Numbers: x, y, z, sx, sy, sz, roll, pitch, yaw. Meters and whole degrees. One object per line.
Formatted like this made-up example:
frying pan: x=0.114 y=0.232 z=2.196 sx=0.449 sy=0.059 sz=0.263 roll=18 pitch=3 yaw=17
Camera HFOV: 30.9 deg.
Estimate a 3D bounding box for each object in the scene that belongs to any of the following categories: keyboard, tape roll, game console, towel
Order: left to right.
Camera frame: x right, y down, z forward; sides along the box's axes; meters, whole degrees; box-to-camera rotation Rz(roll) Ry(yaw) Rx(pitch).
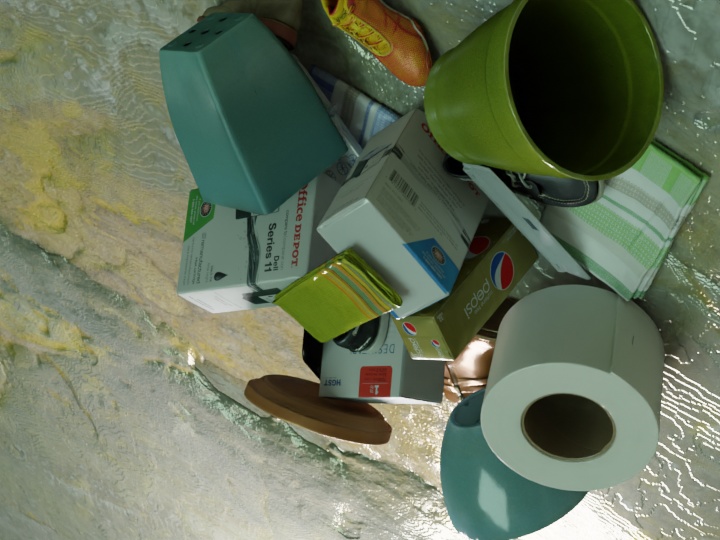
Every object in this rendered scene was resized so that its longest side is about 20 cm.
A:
game console: x=-0.091 y=0.045 z=1.746 sx=0.176 sy=0.117 sz=0.200 roll=35 pitch=171 yaw=15
towel: x=-0.030 y=0.035 z=1.478 sx=0.086 sy=0.018 sz=0.200 roll=44 pitch=150 yaw=-9
towel: x=0.003 y=-0.152 z=1.623 sx=0.200 sy=0.024 sz=0.147 roll=35 pitch=140 yaw=15
keyboard: x=0.188 y=-0.055 z=1.465 sx=0.200 sy=0.011 sz=0.056 roll=43 pitch=166 yaw=-30
tape roll: x=0.247 y=0.136 z=1.503 sx=0.202 sy=0.139 sz=0.203 roll=8 pitch=129 yaw=10
towel: x=0.280 y=-0.069 z=1.431 sx=0.149 sy=0.031 sz=0.200 roll=34 pitch=140 yaw=15

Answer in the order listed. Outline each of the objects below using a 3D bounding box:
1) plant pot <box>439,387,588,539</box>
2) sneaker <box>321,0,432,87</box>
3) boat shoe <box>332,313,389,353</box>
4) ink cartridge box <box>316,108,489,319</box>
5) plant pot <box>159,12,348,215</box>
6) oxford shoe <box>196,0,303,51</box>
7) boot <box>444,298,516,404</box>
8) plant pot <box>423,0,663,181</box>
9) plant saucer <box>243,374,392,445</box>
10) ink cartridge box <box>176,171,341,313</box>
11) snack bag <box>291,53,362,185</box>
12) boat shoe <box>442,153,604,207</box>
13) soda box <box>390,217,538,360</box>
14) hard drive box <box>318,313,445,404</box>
plant pot: x=0.180 y=0.226 z=1.646 sx=0.200 sy=0.200 sz=0.135 roll=-5 pitch=118 yaw=46
sneaker: x=0.003 y=-0.281 z=1.468 sx=0.200 sy=0.077 sz=0.073 roll=48 pitch=141 yaw=-4
boat shoe: x=0.000 y=0.000 z=1.603 sx=0.075 sy=0.060 sz=0.201 roll=-16 pitch=68 yaw=44
ink cartridge box: x=0.054 y=-0.067 z=1.480 sx=0.086 sy=0.200 sz=0.147 roll=-30 pitch=110 yaw=35
plant pot: x=-0.140 y=-0.194 z=1.530 sx=0.141 sy=0.141 sz=0.200 roll=14 pitch=136 yaw=50
oxford shoe: x=-0.129 y=-0.312 z=1.588 sx=0.070 sy=0.075 sz=0.200 roll=27 pitch=174 yaw=-40
boot: x=0.157 y=0.115 z=1.673 sx=0.199 sy=0.077 sz=0.156 roll=1 pitch=126 yaw=38
plant pot: x=0.168 y=-0.183 z=1.326 sx=0.193 sy=0.200 sz=0.201 roll=-3 pitch=121 yaw=59
plant saucer: x=-0.053 y=0.177 z=1.697 sx=0.200 sy=0.200 sz=0.032 roll=20 pitch=95 yaw=30
ink cartridge box: x=-0.118 y=-0.035 z=1.605 sx=0.199 sy=0.147 sz=0.083 roll=-8 pitch=157 yaw=30
snack bag: x=-0.080 y=-0.161 z=1.661 sx=0.200 sy=0.021 sz=0.188 roll=55 pitch=141 yaw=-5
boat shoe: x=0.177 y=-0.105 z=1.447 sx=0.200 sy=0.063 sz=0.073 roll=21 pitch=126 yaw=41
soda box: x=0.123 y=0.019 z=1.515 sx=0.068 sy=0.200 sz=0.064 roll=-1 pitch=126 yaw=44
hard drive box: x=0.033 y=0.066 z=1.653 sx=0.156 sy=0.077 sz=0.201 roll=-7 pitch=75 yaw=46
